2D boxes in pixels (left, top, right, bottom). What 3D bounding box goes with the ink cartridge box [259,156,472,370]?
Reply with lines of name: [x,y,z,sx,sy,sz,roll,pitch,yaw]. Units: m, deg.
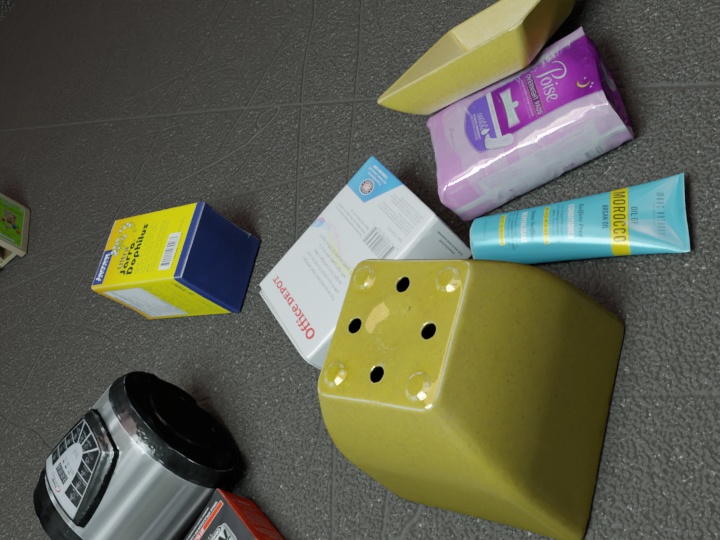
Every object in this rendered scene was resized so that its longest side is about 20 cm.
ink cartridge box: [0.000,0.000,0.838,0.200,0.084,0.145,-47,43,6]

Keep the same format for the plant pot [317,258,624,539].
plant pot: [0.078,0.086,0.634,0.194,0.200,0.197,1,65,40]

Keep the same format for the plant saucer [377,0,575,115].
plant saucer: [0.139,-0.245,0.835,0.199,0.049,0.200,-18,24,47]

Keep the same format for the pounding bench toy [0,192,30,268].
pounding bench toy: [-0.770,-0.079,1.467,0.155,0.200,0.125,-34,47,18]

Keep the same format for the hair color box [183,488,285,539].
hair color box: [-0.104,0.317,0.748,0.199,0.061,0.102,31,85,46]

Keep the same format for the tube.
tube: [0.203,-0.038,0.720,0.198,0.050,0.079,-9,66,31]

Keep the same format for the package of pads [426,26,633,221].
package of pads: [0.167,-0.145,0.790,0.198,0.075,0.122,-26,50,26]

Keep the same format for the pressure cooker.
pressure cooker: [-0.255,0.239,0.848,0.201,0.178,0.176,-49,3,5]

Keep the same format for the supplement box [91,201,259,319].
supplement box: [-0.253,-0.009,1.042,0.198,0.109,0.111,-6,61,38]
